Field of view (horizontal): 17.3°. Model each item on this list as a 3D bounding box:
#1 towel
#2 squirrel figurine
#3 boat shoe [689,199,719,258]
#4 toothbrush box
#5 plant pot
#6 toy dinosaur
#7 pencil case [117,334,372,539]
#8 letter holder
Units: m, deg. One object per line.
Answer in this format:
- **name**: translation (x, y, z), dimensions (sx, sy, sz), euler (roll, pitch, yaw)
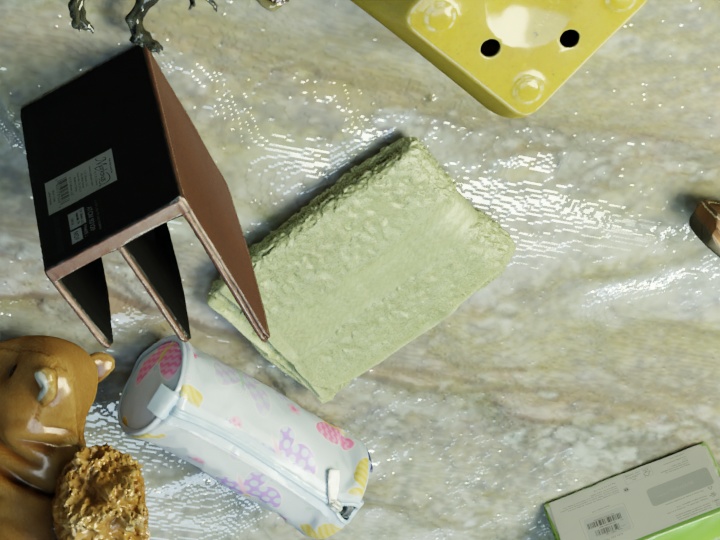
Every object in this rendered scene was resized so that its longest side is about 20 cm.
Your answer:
- **towel**: translation (0.000, 0.000, 1.728), dimensions (0.200, 0.037, 0.148), euler (-37, 123, 13)
- **squirrel figurine**: translation (-0.219, 0.149, 1.693), dimensions (0.141, 0.199, 0.187), euler (0, 115, -63)
- **boat shoe**: translation (0.337, -0.026, 1.774), dimensions (0.199, 0.076, 0.074), euler (15, 114, -31)
- **toothbrush box**: translation (0.250, 0.260, 1.934), dimensions (0.145, 0.086, 0.201), euler (-20, 127, 1)
- **plant pot**: translation (0.083, -0.212, 1.503), dimensions (0.194, 0.200, 0.195), euler (35, 111, -31)
- **toy dinosaur**: translation (-0.149, -0.194, 1.555), dimensions (0.199, 0.047, 0.088), euler (18, 103, -23)
- **pencil case**: translation (-0.085, 0.126, 1.760), dimensions (0.200, 0.091, 0.083), euler (33, 111, -29)
- **letter holder**: translation (-0.142, -0.029, 1.572), dimensions (0.100, 0.200, 0.142), euler (-28, 126, 6)
